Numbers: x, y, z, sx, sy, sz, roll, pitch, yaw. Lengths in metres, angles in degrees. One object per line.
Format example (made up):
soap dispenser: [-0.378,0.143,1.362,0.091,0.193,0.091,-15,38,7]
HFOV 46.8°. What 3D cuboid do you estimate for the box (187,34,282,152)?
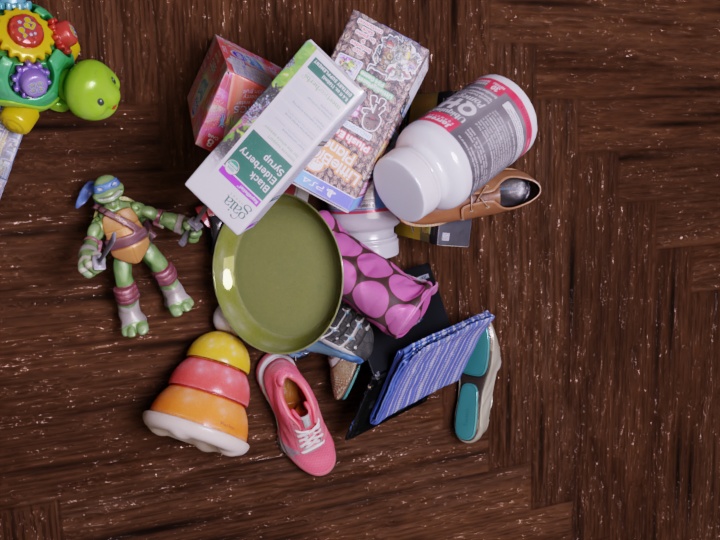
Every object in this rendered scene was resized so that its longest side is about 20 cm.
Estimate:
box: [-0.144,-0.204,1.008,0.102,0.200,0.095,22,109,-24]

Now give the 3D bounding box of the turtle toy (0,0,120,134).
turtle toy: [-0.369,-0.237,0.947,0.199,0.101,0.147,32,60,-23]

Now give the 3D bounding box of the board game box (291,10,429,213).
board game box: [-0.005,-0.183,0.993,0.096,0.159,0.202,27,98,1]

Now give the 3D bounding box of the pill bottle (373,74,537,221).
pill bottle: [0.110,-0.142,0.985,0.199,0.110,0.112,-38,111,-30]

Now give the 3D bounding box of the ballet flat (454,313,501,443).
ballet flat: [0.185,0.166,1.291,0.068,0.069,0.203,6,98,-23]

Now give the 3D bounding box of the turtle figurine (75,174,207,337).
turtle figurine: [-0.263,-0.012,1.012,0.144,0.197,0.196,-56,144,-46]

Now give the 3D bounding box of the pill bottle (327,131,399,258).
pill bottle: [0.005,-0.120,1.141,0.107,0.109,0.203,-10,102,-21]

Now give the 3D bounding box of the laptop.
laptop: [0.041,0.115,1.194,0.176,0.103,0.202,-17,139,-42]

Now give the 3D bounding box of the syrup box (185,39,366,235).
syrup box: [-0.088,-0.138,0.883,0.079,0.081,0.200,42,98,-4]

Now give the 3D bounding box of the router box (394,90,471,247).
router box: [0.102,-0.141,1.152,0.051,0.157,0.203,3,96,-23]

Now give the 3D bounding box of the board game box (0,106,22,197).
board game box: [-0.506,-0.137,0.951,0.198,0.062,0.203,20,90,-25]

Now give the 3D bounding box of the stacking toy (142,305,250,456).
stacking toy: [-0.190,0.134,1.108,0.145,0.146,0.203,26,70,-24]

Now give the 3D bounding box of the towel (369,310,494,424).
towel: [0.102,0.138,1.175,0.198,0.024,0.146,-19,141,-42]

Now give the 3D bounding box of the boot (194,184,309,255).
boot: [-0.142,-0.114,1.104,0.142,0.072,0.203,7,99,-22]

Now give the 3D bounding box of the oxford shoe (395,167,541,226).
oxford shoe: [0.137,-0.097,1.051,0.197,0.071,0.072,-13,105,-19]

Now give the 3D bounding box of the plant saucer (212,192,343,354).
plant saucer: [-0.100,0.003,1.047,0.031,0.197,0.203,-9,104,-60]

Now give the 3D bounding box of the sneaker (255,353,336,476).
sneaker: [-0.086,0.213,1.165,0.073,0.087,0.202,-29,108,-15]

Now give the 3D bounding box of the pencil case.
pencil case: [0.000,0.000,1.072,0.199,0.091,0.094,36,70,11]

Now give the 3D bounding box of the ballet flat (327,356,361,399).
ballet flat: [-0.012,0.083,1.193,0.065,0.070,0.202,27,79,-14]

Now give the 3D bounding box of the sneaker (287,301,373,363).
sneaker: [-0.064,0.080,1.115,0.078,0.198,0.091,-40,139,-38]
